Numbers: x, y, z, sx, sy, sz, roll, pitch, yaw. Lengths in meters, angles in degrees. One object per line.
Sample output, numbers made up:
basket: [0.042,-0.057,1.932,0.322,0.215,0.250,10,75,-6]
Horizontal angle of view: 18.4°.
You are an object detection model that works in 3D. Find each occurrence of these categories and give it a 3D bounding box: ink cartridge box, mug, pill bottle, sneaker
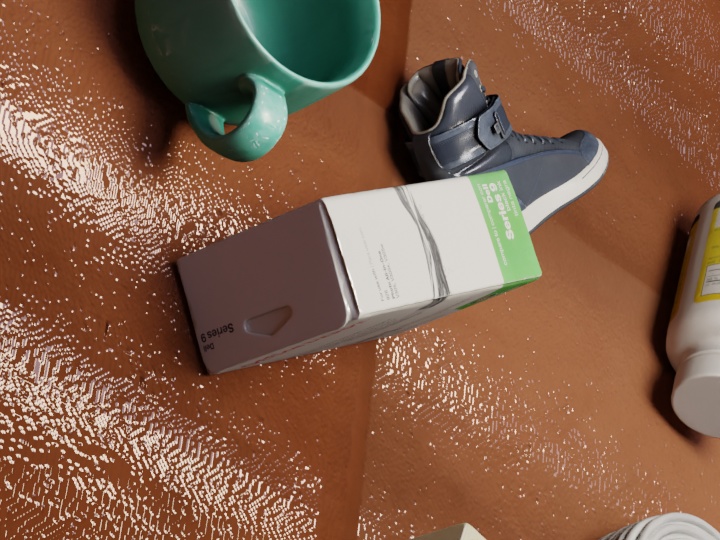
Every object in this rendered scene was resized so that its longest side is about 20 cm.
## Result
ink cartridge box: [0.000,0.000,1.480,0.200,0.146,0.084,-11,81,-50]
mug: [-0.085,-0.167,1.487,0.152,0.114,0.185,58,41,-13]
pill bottle: [0.315,0.038,1.847,0.111,0.111,0.200,44,46,-26]
sneaker: [0.110,-0.107,1.708,0.202,0.077,0.147,-36,103,-49]

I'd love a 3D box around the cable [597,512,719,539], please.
cable: [0.236,0.286,1.677,0.200,0.069,0.201,-34,99,-51]

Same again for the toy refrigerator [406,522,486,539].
toy refrigerator: [0.050,0.273,1.470,0.076,0.070,0.200,44,44,-25]
